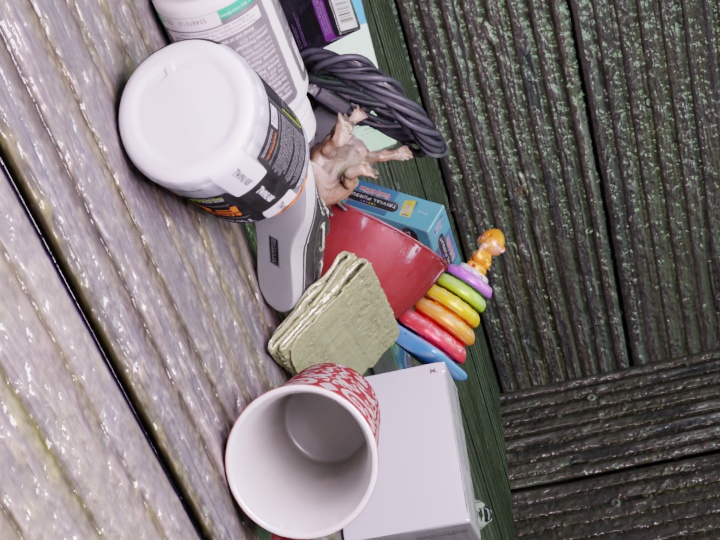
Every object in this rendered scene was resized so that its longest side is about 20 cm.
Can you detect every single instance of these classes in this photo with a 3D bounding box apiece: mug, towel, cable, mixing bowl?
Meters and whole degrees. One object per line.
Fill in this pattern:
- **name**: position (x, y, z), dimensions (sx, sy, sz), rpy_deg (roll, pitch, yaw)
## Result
- **mug**: position (-0.055, 0.172, 0.999), dimensions (0.133, 0.178, 0.200), rpy_deg (40, 7, 1)
- **towel**: position (-0.026, 0.072, 1.183), dimensions (0.036, 0.148, 0.200), rpy_deg (37, -12, 31)
- **cable**: position (0.019, -0.192, 1.181), dimensions (0.051, 0.199, 0.163), rpy_deg (-58, -176, -9)
- **mixing bowl**: position (0.000, 0.000, 1.310), dimensions (0.109, 0.198, 0.200), rpy_deg (-64, 162, -6)

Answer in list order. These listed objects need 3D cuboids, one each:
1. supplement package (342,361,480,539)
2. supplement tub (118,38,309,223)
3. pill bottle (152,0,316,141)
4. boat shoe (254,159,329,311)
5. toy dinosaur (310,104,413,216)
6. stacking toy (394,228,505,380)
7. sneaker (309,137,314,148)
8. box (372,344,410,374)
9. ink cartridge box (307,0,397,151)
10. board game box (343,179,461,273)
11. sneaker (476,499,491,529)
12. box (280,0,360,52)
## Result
- **supplement package**: position (0.054, 0.238, 1.312), dimensions (0.111, 0.154, 0.202), rpy_deg (62, 19, -62)
- **supplement tub**: position (-0.116, -0.111, 0.913), dimensions (0.200, 0.121, 0.124), rpy_deg (33, 45, -74)
- **pill bottle**: position (-0.118, -0.209, 1.043), dimensions (0.114, 0.112, 0.201), rpy_deg (-92, 165, -46)
- **boat shoe**: position (-0.068, -0.050, 1.088), dimensions (0.064, 0.070, 0.202), rpy_deg (-36, 148, -38)
- **toy dinosaur**: position (-0.033, -0.106, 1.161), dimensions (0.086, 0.135, 0.200), rpy_deg (52, 29, -4)
- **stacking toy**: position (0.128, 0.032, 1.377), dimensions (0.116, 0.201, 0.110), rpy_deg (29, -7, 40)
- **sneaker**: position (-0.107, -0.244, 1.228), dimensions (0.200, 0.080, 0.148), rpy_deg (54, 29, -52)
- **box**: position (0.032, 0.091, 1.662), dimensions (0.123, 0.047, 0.201), rpy_deg (-89, 162, -51)
- **ink cartridge box**: position (-0.048, -0.240, 1.339), dimensions (0.083, 0.144, 0.202), rpy_deg (-25, 107, -34)
- **board game box**: position (0.034, -0.052, 1.451), dimensions (0.047, 0.198, 0.152), rpy_deg (-56, 147, -23)
- **sneaker**: position (0.232, 0.504, 2.183), dimensions (0.200, 0.072, 0.073), rpy_deg (39, 41, -72)
- **box**: position (-0.083, -0.320, 1.224), dimensions (0.199, 0.036, 0.145), rpy_deg (-8, -78, 60)
